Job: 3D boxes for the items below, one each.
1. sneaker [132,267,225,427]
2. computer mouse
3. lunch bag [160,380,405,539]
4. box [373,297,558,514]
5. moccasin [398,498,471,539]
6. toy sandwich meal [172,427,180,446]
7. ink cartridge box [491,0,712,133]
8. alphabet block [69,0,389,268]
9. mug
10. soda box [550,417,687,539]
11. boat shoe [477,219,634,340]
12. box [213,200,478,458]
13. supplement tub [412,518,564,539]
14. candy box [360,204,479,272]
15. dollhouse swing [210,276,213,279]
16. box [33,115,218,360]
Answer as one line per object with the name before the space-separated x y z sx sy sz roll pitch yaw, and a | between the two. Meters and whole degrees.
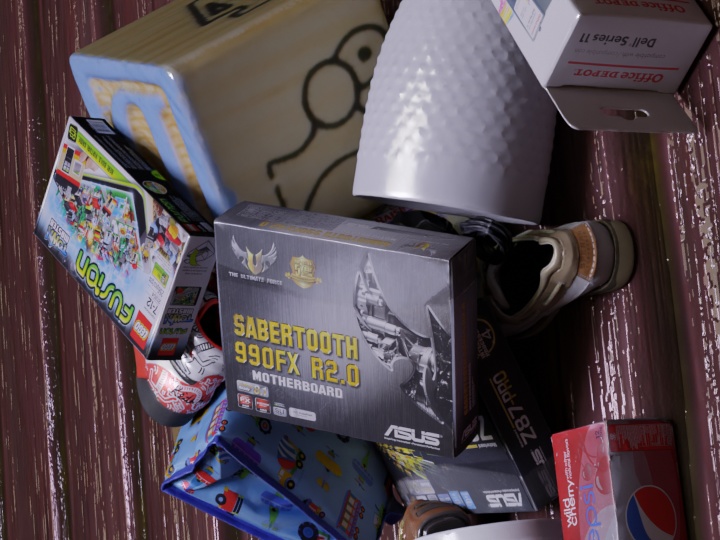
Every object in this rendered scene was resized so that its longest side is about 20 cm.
sneaker | -0.151 0.014 1.587 0.108 0.067 0.203 -45 53 35
computer mouse | 0.071 -0.030 1.484 0.034 0.059 0.200 -53 16 -13
lunch bag | -0.042 0.149 1.613 0.094 0.199 0.151 -41 24 43
box | 0.067 0.111 1.552 0.199 0.049 0.162 -13 106 61
moccasin | 0.067 0.283 1.571 0.078 0.073 0.203 -171 64 -72
toy sandwich meal | -0.123 0.144 1.949 0.204 0.070 0.208 8 99 57
ink cartridge box | 0.163 -0.185 1.367 0.201 0.116 0.068 65 143 38
alphabet block | -0.089 -0.128 1.616 0.196 0.199 0.197 17 132 55
mug | 0.079 -0.133 1.519 0.200 0.146 0.177 24 -105 -89
soda box | 0.187 0.207 1.374 0.070 0.063 0.202 -23 69 58
boat shoe | 0.122 0.004 1.490 0.200 0.068 0.076 -34 60 57
box | -0.010 0.042 1.459 0.198 0.048 0.160 10 117 26
supplement tub | 0.106 0.292 1.442 0.140 0.139 0.202 -30 64 57
candy box | 0.000 0.000 1.590 0.103 0.198 0.027 56 167 40
dollhouse swing | -0.049 0.034 1.763 0.180 0.176 0.202 0 118 21
box | -0.186 -0.028 1.551 0.200 0.034 0.111 42 119 42
